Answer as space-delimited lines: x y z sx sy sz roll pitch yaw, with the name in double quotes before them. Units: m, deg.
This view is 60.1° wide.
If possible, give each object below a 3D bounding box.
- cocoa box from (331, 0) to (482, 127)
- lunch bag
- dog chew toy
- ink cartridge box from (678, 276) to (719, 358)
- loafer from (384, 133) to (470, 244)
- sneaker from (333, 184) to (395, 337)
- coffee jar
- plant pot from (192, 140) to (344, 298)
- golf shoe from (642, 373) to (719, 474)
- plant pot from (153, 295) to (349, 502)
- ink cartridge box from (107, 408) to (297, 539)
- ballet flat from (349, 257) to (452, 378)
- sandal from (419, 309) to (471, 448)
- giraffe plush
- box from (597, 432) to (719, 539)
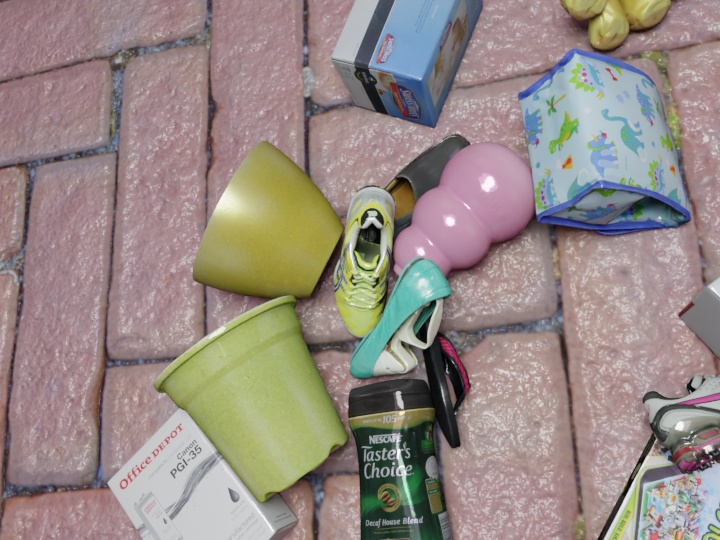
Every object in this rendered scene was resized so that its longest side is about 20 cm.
"cocoa box" 0.070 -0.323 0.836 0.130 0.133 0.202 20 82 18
"lunch bag" 0.295 -0.140 0.727 0.198 0.127 0.172 3 73 -25
"dog chew toy" 0.120 -0.061 0.762 0.200 0.125 0.125 -43 70 0
"ink cartridge box" 0.453 0.001 0.649 0.199 0.146 0.083 -39 68 2
"loafer" 0.073 -0.104 0.815 0.073 0.072 0.200 39 88 21
"sneaker" 0.000 0.000 0.764 0.074 0.077 0.202 5 118 4
"coffee jar" 0.044 0.231 0.731 0.103 0.085 0.202 -15 72 25
"plant pot" -0.104 -0.044 0.802 0.141 0.200 0.202 27 84 -3
"golf shoe" 0.395 0.138 0.652 0.198 0.073 0.093 -12 49 -15
"plant pot" -0.115 0.164 0.752 0.199 0.200 0.185 -34 82 5
"ink cartridge box" -0.201 0.293 0.786 0.147 0.083 0.200 -45 70 1
"ballet flat" 0.047 0.079 0.736 0.070 0.067 0.201 49 128 30
"sandal" 0.104 0.111 0.758 0.044 0.075 0.202 -7 70 -6
"giraffe plush" 0.306 -0.413 0.796 0.172 0.200 0.163 -31 42 9
"box" 0.339 0.267 0.673 0.109 0.035 0.201 28 85 19
